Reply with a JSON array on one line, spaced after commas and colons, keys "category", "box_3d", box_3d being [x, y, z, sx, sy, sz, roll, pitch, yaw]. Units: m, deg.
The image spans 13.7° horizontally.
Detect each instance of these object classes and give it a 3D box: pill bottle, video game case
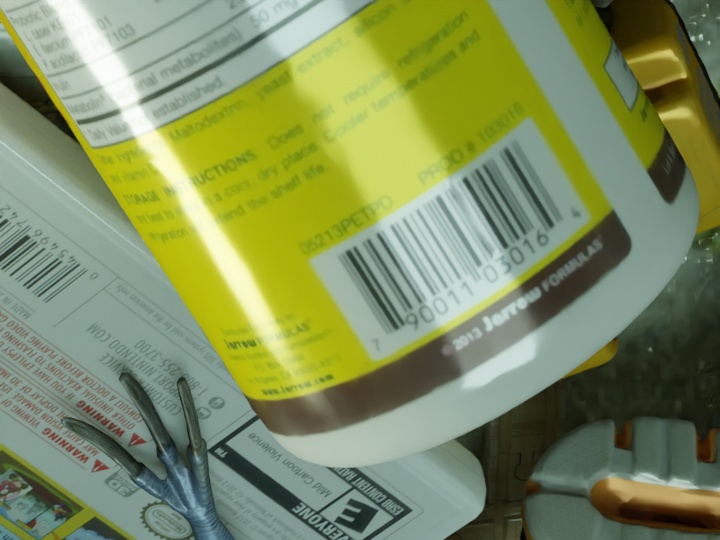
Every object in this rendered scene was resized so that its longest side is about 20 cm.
[{"category": "pill bottle", "box_3d": [-0.020, -0.066, 0.630, 0.109, 0.109, 0.200, -31, 104, 4]}, {"category": "video game case", "box_3d": [-0.101, 0.048, 0.752, 0.182, 0.023, 0.200, -36, 122, 25]}]

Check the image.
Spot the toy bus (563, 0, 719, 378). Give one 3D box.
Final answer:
[{"category": "toy bus", "box_3d": [0.000, 0.000, 0.779, 0.200, 0.078, 0.065, -20, 126, 15]}]

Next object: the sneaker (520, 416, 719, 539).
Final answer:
[{"category": "sneaker", "box_3d": [0.138, 0.092, 0.830, 0.199, 0.078, 0.077, 12, 139, -2]}]

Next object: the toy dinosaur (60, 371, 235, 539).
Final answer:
[{"category": "toy dinosaur", "box_3d": [-0.047, 0.131, 0.743, 0.181, 0.105, 0.200, 12, 137, 23]}]

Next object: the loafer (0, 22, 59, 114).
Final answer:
[{"category": "loafer", "box_3d": [-0.129, -0.055, 0.730, 0.199, 0.070, 0.070, 1, 124, -7]}]

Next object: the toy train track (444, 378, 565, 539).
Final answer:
[{"category": "toy train track", "box_3d": [0.092, 0.076, 0.890, 0.199, 0.033, 0.115, -8, 122, -12]}]
